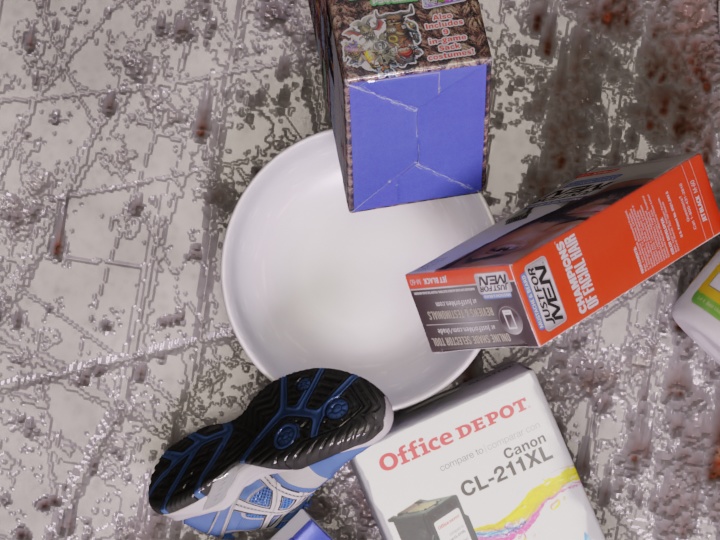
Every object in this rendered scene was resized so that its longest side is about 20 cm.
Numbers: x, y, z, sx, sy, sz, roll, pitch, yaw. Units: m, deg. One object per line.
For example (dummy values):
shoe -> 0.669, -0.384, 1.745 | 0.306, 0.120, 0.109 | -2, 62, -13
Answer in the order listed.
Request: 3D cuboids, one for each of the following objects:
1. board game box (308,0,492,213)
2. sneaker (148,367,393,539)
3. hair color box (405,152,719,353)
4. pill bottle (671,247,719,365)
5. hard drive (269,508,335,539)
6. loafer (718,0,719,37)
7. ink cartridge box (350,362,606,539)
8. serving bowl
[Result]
board game box -> 0.021, -0.169, 1.611 | 0.096, 0.160, 0.201 | -9, 61, -4
sneaker -> -0.052, 0.129, 1.660 | 0.199, 0.076, 0.077 | -24, 133, 32
hair color box -> 0.141, -0.013, 1.633 | 0.199, 0.111, 0.064 | -31, 105, -37
pill bottle -> 0.322, -0.012, 1.691 | 0.111, 0.111, 0.200 | 40, 89, -3
hard drive -> -0.073, 0.275, 1.679 | 0.200, 0.025, 0.132 | -45, 130, -2
loafer -> 0.305, -0.235, 1.712 | 0.071, 0.063, 0.202 | 15, 89, -2
ink cartridge box -> 0.091, 0.185, 1.693 | 0.145, 0.083, 0.201 | -24, 92, -2
serving bowl -> 0.000, 0.000, 1.696 | 0.198, 0.066, 0.202 | 0, 90, -3
